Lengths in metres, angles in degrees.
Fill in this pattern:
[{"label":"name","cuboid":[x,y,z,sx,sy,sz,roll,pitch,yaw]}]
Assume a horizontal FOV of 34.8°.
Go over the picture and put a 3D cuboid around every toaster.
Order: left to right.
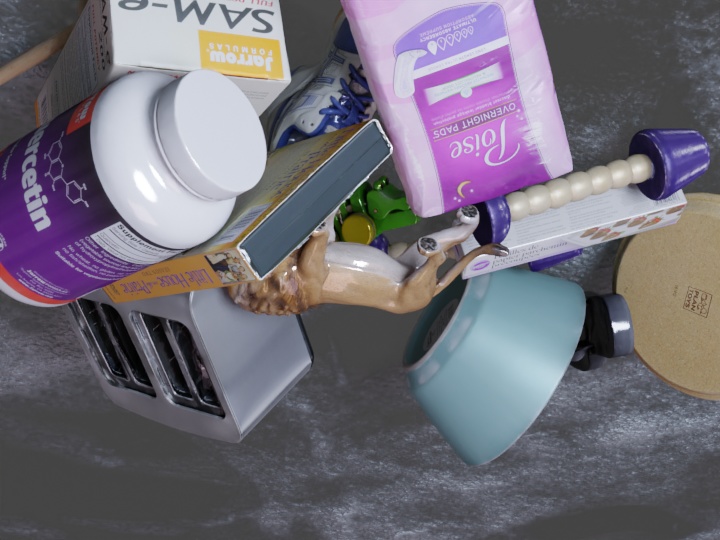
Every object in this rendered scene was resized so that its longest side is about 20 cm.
[{"label":"toaster","cuboid":[-0.149,0.038,0.981,0.179,0.119,0.202,12,133,36]}]

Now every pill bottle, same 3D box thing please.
[{"label":"pill bottle","cuboid":[-0.157,-0.055,0.736,0.198,0.114,0.112,-21,141,35]}]

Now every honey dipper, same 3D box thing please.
[{"label":"honey dipper","cuboid":[-0.232,-0.164,0.855,0.198,0.038,0.038,-21,141,32]}]

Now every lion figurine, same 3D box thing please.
[{"label":"lion figurine","cuboid":[0.000,0.000,0.855,0.197,0.073,0.123,14,136,-7]}]

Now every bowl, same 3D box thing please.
[{"label":"bowl","cuboid":[0.113,0.071,1.094,0.104,0.202,0.201,33,141,-9]}]

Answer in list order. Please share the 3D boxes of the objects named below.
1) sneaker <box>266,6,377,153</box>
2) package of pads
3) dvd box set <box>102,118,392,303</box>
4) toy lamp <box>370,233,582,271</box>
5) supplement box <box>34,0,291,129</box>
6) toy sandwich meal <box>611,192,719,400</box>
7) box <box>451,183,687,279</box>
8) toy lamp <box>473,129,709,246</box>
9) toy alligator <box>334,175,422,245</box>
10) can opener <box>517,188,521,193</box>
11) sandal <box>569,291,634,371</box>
[{"label":"sneaker","cuboid":[-0.004,-0.129,0.849,0.075,0.089,0.200,21,142,-24]},{"label":"package of pads","cuboid":[0.061,-0.142,0.763,0.119,0.076,0.202,-17,124,5]},{"label":"dvd box set","cuboid":[-0.085,-0.038,0.798,0.199,0.146,0.030,-9,121,51]},{"label":"toy lamp","cuboid":[0.102,-0.021,1.046,0.197,0.059,0.058,-6,148,16]},{"label":"supplement box","cuboid":[-0.149,-0.128,0.824,0.124,0.075,0.200,1,161,-30]},{"label":"toy sandwich meal","cuboid":[0.318,0.017,1.015,0.070,0.207,0.204,-19,170,-45]},{"label":"box","cuboid":[0.174,-0.041,0.966,0.197,0.042,0.039,-15,156,-7]},{"label":"toy lamp","cuboid":[0.180,-0.068,0.898,0.197,0.059,0.058,-16,151,-13]},{"label":"toy alligator","cuboid":[0.009,-0.056,1.003,0.198,0.059,0.055,-20,102,32]},{"label":"can opener","cuboid":[0.105,-0.101,0.908,0.077,0.064,0.201,-5,147,11]},{"label":"sandal","cuboid":[0.214,0.055,1.103,0.042,0.077,0.200,-10,170,-3]}]
